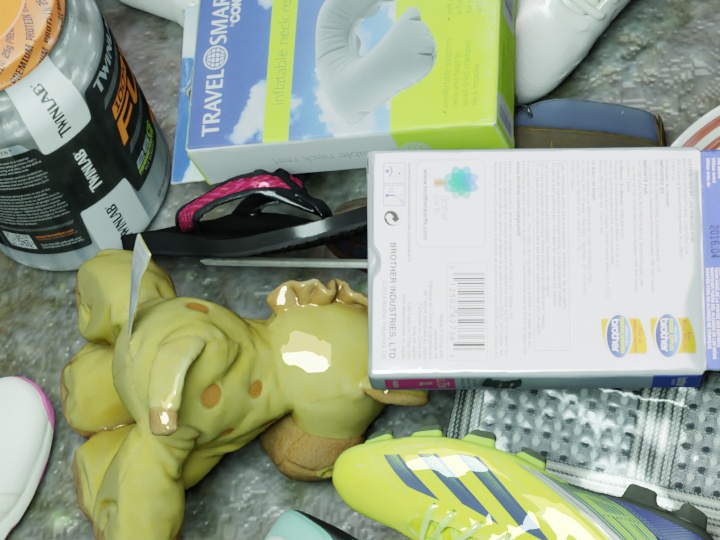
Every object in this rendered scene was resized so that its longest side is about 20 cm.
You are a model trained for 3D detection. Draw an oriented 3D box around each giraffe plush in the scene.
[{"bbox_3d":[-0.057,0.057,1.297,0.162,0.200,0.173,0,53,-21],"label":"giraffe plush"}]

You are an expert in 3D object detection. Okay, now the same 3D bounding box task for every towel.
[{"bbox_3d":[0.145,0.072,1.261,0.200,0.035,0.193,15,90,18],"label":"towel"}]

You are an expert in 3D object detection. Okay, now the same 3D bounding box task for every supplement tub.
[{"bbox_3d":[-0.186,-0.094,1.363,0.122,0.200,0.123,-5,63,10],"label":"supplement tub"}]

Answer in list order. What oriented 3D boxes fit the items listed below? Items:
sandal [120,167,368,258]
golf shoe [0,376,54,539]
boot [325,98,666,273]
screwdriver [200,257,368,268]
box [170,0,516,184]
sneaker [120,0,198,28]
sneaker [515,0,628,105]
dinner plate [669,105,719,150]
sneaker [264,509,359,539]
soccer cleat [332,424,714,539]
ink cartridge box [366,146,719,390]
[{"bbox_3d":[-0.066,-0.032,1.330,0.200,0.075,0.045,-1,97,51],"label":"sandal"},{"bbox_3d":[-0.245,0.130,1.324,0.075,0.092,0.200,32,73,26],"label":"golf shoe"},{"bbox_3d":[0.081,-0.043,1.359,0.200,0.075,0.097,3,53,3],"label":"boot"},{"bbox_3d":[0.000,0.000,1.301,0.200,0.028,0.029,-3,56,25],"label":"screwdriver"},{"bbox_3d":[-0.014,-0.115,1.354,0.200,0.048,0.122,-4,65,16],"label":"box"},{"bbox_3d":[-0.064,-0.148,1.439,0.200,0.070,0.080,13,69,18],"label":"sneaker"},{"bbox_3d":[0.134,-0.182,1.388,0.070,0.080,0.200,38,75,-19],"label":"sneaker"},{"bbox_3d":[0.239,0.000,1.294,0.200,0.024,0.201,0,84,1],"label":"dinner plate"},{"bbox_3d":[0.006,0.220,1.217,0.200,0.078,0.140,26,88,43],"label":"sneaker"},{"bbox_3d":[0.078,0.135,1.211,0.200,0.065,0.084,16,61,7],"label":"soccer cleat"},{"bbox_3d":[0.103,-0.001,1.227,0.200,0.042,0.120,-1,74,6],"label":"ink cartridge box"}]
